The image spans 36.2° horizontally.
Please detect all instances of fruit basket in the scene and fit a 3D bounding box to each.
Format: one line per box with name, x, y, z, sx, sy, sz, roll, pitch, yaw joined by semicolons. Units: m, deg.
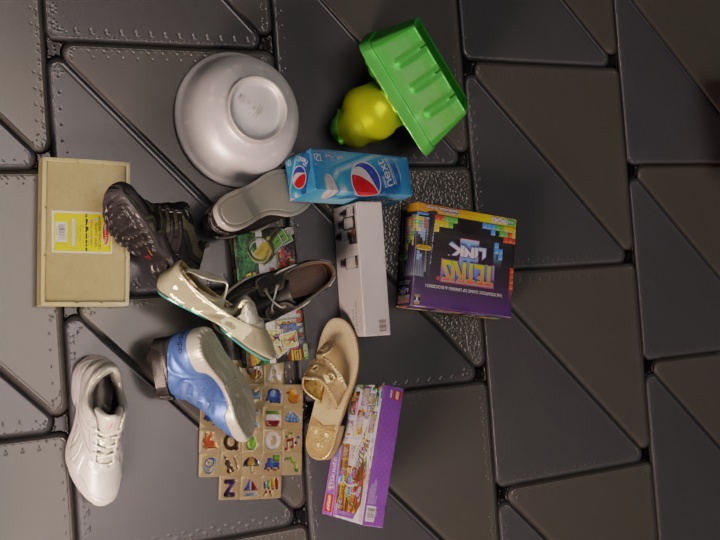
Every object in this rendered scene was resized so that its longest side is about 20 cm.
fruit basket;0.046;-0.269;1.731;0.212;0.156;0.219;3;110;7

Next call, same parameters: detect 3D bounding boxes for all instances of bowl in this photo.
bowl;-0.166;-0.229;1.617;0.198;0.090;0.205;3;85;-29

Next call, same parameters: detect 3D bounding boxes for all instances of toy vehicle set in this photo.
toy vehicle set;-0.381;-0.052;1.520;0.122;0.026;0.204;2;85;-29

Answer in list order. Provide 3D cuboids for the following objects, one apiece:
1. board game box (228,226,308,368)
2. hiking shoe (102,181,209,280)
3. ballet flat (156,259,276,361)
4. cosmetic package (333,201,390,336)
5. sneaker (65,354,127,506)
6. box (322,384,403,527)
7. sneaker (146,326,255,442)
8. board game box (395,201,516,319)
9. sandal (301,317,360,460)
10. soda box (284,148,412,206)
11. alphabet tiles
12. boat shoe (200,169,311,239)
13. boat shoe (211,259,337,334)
board game box;-0.137;0.038;1.647;0.103;0.023;0.204;-6;87;-27
hiking shoe;-0.284;-0.066;1.537;0.201;0.075;0.102;57;41;-43
ballet flat;-0.187;0.051;1.524;0.199;0.069;0.070;33;71;-16
cosmetic package;0.000;0.000;1.695;0.050;0.082;0.204;-3;87;-26
sneaker;-0.348;0.215;1.475;0.077;0.099;0.204;-3;88;-28
box;0.003;0.271;1.642;0.039;0.136;0.204;14;80;-26
sneaker;-0.229;0.167;1.561;0.077;0.109;0.202;-74;147;-46
board game box;0.157;-0.014;1.796;0.197;0.056;0.169;7;81;-28
sandal;-0.055;0.175;1.642;0.069;0.077;0.216;16;81;-59
soda box;-0.016;-0.139;1.678;0.198;0.067;0.065;-1;78;-41
alphabet tiles;-0.161;0.235;1.630;0.164;0.006;0.204;4;84;-28
boat shoe;-0.151;-0.094;1.629;0.199;0.060;0.075;-30;92;-45
boat shoe;-0.125;0.034;1.604;0.198;0.067;0.073;-24;96;-23
